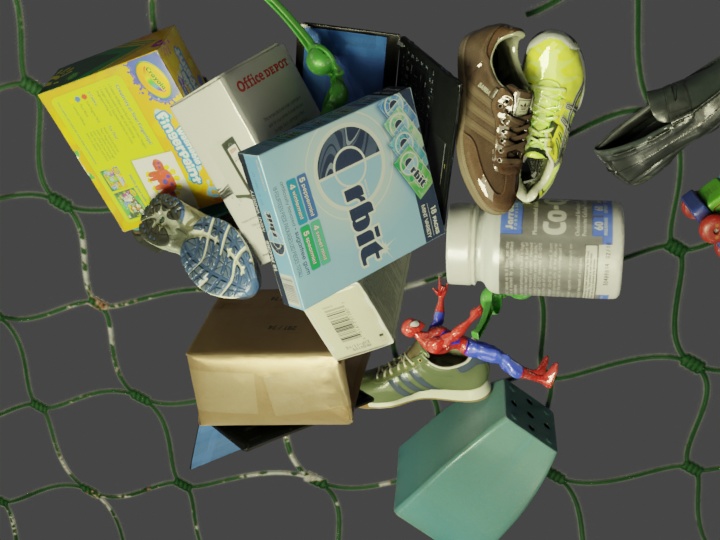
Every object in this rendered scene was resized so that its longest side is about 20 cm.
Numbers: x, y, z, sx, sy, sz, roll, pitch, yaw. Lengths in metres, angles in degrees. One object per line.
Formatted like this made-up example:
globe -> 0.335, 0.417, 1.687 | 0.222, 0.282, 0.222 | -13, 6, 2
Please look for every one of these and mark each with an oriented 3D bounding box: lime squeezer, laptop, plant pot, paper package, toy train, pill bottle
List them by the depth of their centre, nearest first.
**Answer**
lime squeezer -> -0.053, -0.210, 1.219 | 0.070, 0.202, 0.038 | -11, 167, -7
laptop -> 0.013, -0.163, 1.249 | 0.103, 0.200, 0.178 | -14, 130, -24
toy train -> 0.466, -0.037, 1.273 | 0.116, 0.085, 0.200 | -39, 111, 16
pill bottle -> 0.202, -0.028, 1.301 | 0.198, 0.114, 0.114 | 2, 125, 9
lime squeezer -> 0.190, 0.026, 1.346 | 0.070, 0.199, 0.038 | -6, 107, 60
paper package -> -0.095, 0.105, 1.401 | 0.198, 0.191, 0.104 | -3, 115, 11
laptop -> -0.106, 0.212, 1.450 | 0.186, 0.200, 0.117 | -18, 113, -29
plant pot -> 0.163, 0.254, 1.493 | 0.141, 0.142, 0.200 | 35, 117, -14

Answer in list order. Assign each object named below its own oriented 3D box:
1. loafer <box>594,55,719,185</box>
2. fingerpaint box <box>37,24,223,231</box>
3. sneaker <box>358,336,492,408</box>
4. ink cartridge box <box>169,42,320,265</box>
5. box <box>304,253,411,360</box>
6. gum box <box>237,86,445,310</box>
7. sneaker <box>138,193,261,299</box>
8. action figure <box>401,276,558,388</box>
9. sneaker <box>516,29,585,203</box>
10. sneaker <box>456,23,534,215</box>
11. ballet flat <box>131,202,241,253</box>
loafer -> 0.338, -0.170, 1.204 | 0.070, 0.068, 0.200 | 31, 128, -22
fingerpaint box -> -0.249, -0.164, 1.317 | 0.166, 0.074, 0.201 | -15, 122, 21
sneaker -> 0.070, 0.124, 1.463 | 0.198, 0.067, 0.090 | -3, 123, 6
ink cartridge box -> -0.099, -0.132, 1.239 | 0.084, 0.146, 0.201 | -22, 103, 33
box -> 0.000, 0.000, 1.305 | 0.077, 0.201, 0.095 | -19, 119, 22
gum box -> -0.014, -0.079, 1.170 | 0.044, 0.199, 0.171 | 14, 125, 52
sneaker -> -0.164, -0.026, 1.273 | 0.085, 0.200, 0.077 | 24, 100, -50
action figure -> 0.151, 0.073, 1.393 | 0.198, 0.065, 0.100 | 14, 92, -9
sneaker -> 0.205, -0.164, 1.230 | 0.075, 0.077, 0.201 | 6, 124, 8
sneaker -> 0.147, -0.161, 1.188 | 0.075, 0.070, 0.202 | -7, 90, 53
ballet flat -> -0.192, -0.061, 1.389 | 0.199, 0.068, 0.069 | -9, 133, 29
